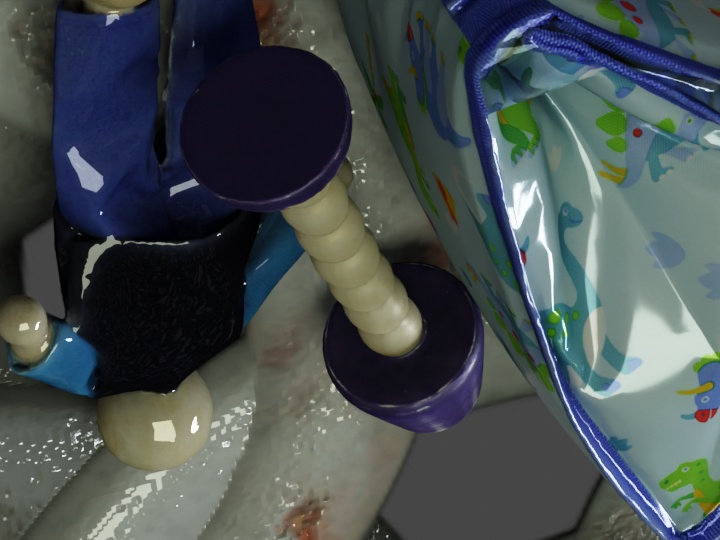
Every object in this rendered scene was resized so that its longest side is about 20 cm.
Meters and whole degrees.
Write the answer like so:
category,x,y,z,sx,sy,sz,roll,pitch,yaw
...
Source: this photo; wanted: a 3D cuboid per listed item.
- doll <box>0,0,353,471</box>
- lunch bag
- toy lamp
category,x,y,z,sx,sy,sz,roll,pitch,yaw
doll,-0.060,-0.017,0.824,0.136,0.048,0.201,-22,133,-33
lunch bag,0.067,-0.046,0.778,0.127,0.170,0.200,-38,126,7
toy lamp,0.000,0.000,0.824,0.058,0.058,0.200,-31,152,1
